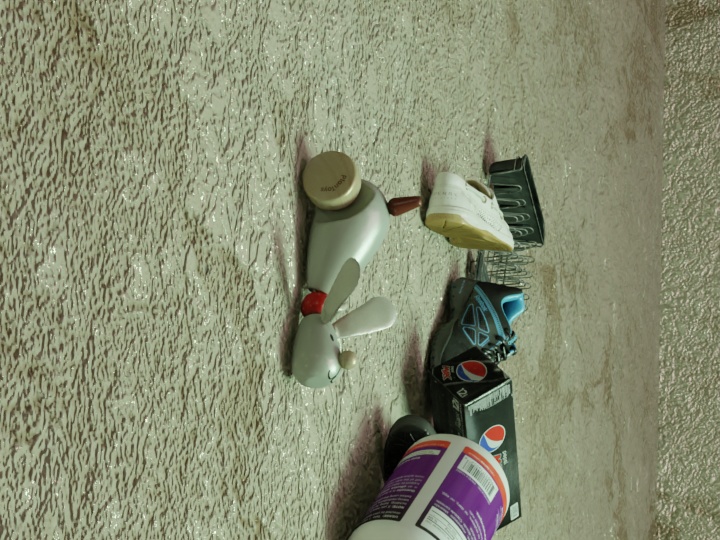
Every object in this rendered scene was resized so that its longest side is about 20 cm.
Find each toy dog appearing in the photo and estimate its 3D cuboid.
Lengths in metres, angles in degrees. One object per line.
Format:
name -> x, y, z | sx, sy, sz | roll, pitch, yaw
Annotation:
toy dog -> 0.000, 0.000, 1.572 | 0.132, 0.095, 0.202 | 16, 74, -72

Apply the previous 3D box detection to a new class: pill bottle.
pill bottle -> 0.055, 0.246, 1.695 | 0.200, 0.112, 0.113 | -50, 138, -50

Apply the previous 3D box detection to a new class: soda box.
soda box -> 0.120, 0.181, 1.927 | 0.063, 0.071, 0.201 | -25, 131, -22

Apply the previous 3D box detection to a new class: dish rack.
dish rack -> 0.175, -0.019, 2.220 | 0.154, 0.054, 0.201 | 67, 28, -50

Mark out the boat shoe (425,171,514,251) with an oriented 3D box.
boat shoe -> 0.125, -0.064, 2.027 | 0.200, 0.070, 0.070 | 30, 63, -69

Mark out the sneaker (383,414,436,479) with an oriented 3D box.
sneaker -> 0.067, 0.201, 1.860 | 0.105, 0.059, 0.201 | -80, 159, -54

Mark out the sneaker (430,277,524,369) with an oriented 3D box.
sneaker -> 0.125, 0.083, 2.007 | 0.074, 0.081, 0.201 | 76, 23, -44
